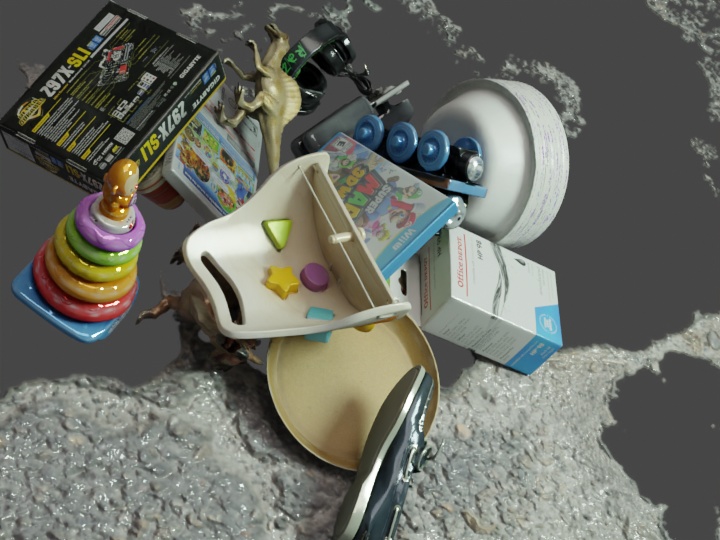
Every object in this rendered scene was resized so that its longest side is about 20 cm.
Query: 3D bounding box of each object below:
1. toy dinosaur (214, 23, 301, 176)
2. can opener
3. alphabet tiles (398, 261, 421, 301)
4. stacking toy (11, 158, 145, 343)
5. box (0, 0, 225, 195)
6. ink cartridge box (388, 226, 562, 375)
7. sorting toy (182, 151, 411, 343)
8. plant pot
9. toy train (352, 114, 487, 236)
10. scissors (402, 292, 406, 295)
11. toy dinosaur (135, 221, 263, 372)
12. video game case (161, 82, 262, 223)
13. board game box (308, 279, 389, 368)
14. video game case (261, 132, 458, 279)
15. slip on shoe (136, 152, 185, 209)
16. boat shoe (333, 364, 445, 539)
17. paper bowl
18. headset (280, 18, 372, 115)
[{"bbox_3d":[-0.109,-0.187,1.644,0.100,0.058,0.203,3,87,-37],"label":"toy dinosaur"},{"bbox_3d":[-0.001,-0.176,1.785,0.200,0.053,0.067,-39,100,-39],"label":"can opener"},{"bbox_3d":[0.005,0.040,1.621,0.199,0.008,0.168,-30,75,-41],"label":"alphabet tiles"},{"bbox_3d":[-0.250,-0.036,1.405,0.109,0.201,0.116,33,42,0],"label":"stacking toy"},{"bbox_3d":[-0.264,-0.182,1.549,0.158,0.050,0.201,26,65,23],"label":"box"},{"bbox_3d":[0.131,0.026,1.659,0.198,0.067,0.117,23,44,-24],"label":"ink cartridge box"},{"bbox_3d":[-0.079,0.001,1.449,0.178,0.107,0.201,-13,60,-29],"label":"sorting toy"},{"bbox_3d":[-0.010,0.114,1.513,0.197,0.027,0.203,10,64,-22],"label":"plant pot"},{"bbox_3d":[0.058,-0.109,1.660,0.086,0.116,0.199,6,10,-46],"label":"toy train"},{"bbox_3d":[0.000,0.000,1.660,0.197,0.014,0.074,16,46,-18],"label":"scissors"},{"bbox_3d":[-0.140,0.030,1.503,0.135,0.086,0.201,31,39,-2],"label":"toy dinosaur"},{"bbox_3d":[-0.163,-0.136,1.626,0.143,0.018,0.202,48,31,-38],"label":"video game case"},{"bbox_3d":[-0.014,0.017,1.603,0.094,0.030,0.202,17,48,-19],"label":"board game box"},{"bbox_3d":[-0.008,-0.066,1.593,0.143,0.018,0.199,-42,49,-16],"label":"video game case"},{"bbox_3d":[-0.215,-0.143,1.629,0.061,0.073,0.201,51,25,-35],"label":"slip on shoe"},{"bbox_3d":[0.037,0.191,1.443,0.061,0.075,0.202,29,61,-11],"label":"boat shoe"},{"bbox_3d":[0.142,-0.126,1.713,0.103,0.201,0.202,0,52,-40],"label":"paper bowl"},{"bbox_3d":[-0.046,-0.241,1.776,0.094,0.124,0.200,43,20,6],"label":"headset"}]
